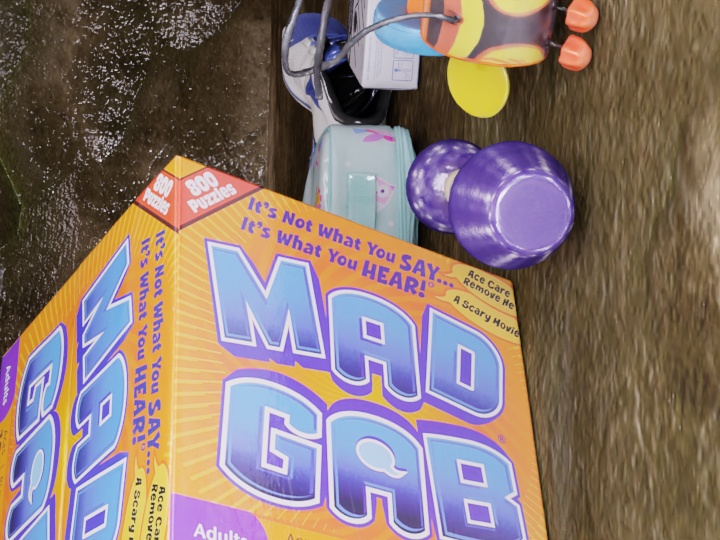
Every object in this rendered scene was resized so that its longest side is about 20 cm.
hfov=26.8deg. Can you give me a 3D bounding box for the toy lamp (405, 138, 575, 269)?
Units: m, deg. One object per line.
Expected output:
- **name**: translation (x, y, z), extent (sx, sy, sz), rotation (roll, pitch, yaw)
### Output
- **toy lamp**: translation (0.059, -0.035, 0.711), extent (0.200, 0.058, 0.059), rotation (-135, 47, -79)

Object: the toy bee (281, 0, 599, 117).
- **toy bee**: translation (0.055, -0.116, 0.668), extent (0.131, 0.108, 0.200), rotation (87, -157, -52)

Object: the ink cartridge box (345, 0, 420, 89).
- **ink cartridge box**: translation (0.021, -0.240, 1.093), extent (0.094, 0.044, 0.201), rotation (-111, 24, -68)

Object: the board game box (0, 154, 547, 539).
- **board game box**: translation (-0.052, 0.106, 0.733), extent (0.200, 0.199, 0.201), rotation (-42, 40, 41)

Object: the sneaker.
- **sneaker**: translation (-0.010, -0.162, 1.243), extent (0.115, 0.080, 0.200), rotation (104, 159, -45)

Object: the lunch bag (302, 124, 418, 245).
- **lunch bag**: translation (0.000, 0.000, 1.093), extent (0.160, 0.077, 0.201), rotation (132, 139, -77)
